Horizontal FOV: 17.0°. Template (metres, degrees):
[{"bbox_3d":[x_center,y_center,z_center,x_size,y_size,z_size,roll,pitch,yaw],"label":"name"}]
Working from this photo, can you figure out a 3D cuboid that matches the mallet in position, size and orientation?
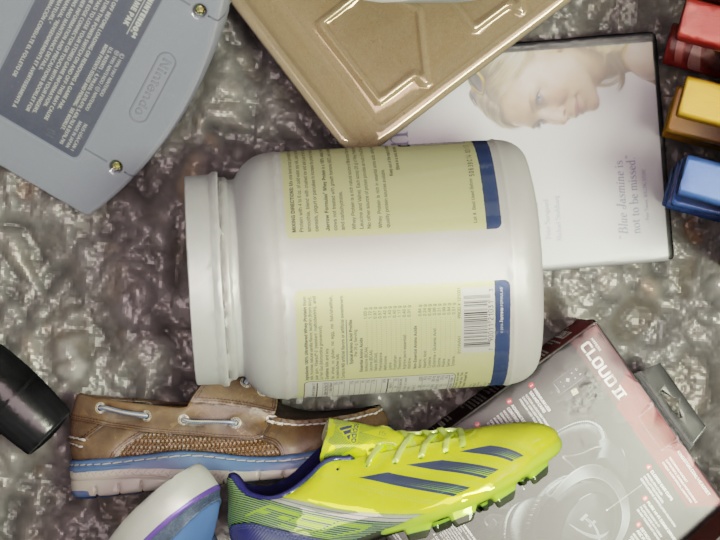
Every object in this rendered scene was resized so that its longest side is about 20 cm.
[{"bbox_3d":[-0.272,0.126,1.464,0.200,0.041,0.066,-38,92,2],"label":"mallet"}]

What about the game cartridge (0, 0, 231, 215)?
[{"bbox_3d":[-0.157,-0.136,1.425,0.133,0.042,0.200,29,118,-7],"label":"game cartridge"}]

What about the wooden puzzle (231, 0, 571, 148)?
[{"bbox_3d":[0.019,-0.194,1.462,0.200,0.046,0.185,-37,83,-7],"label":"wooden puzzle"}]

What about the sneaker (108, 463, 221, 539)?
[{"bbox_3d":[-0.094,0.225,1.410,0.146,0.081,0.200,41,122,16],"label":"sneaker"}]

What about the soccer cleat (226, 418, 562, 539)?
[{"bbox_3d":[0.017,0.117,1.390,0.200,0.065,0.084,-20,85,0],"label":"soccer cleat"}]

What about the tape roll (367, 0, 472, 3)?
[{"bbox_3d":[0.032,-0.251,1.357,0.202,0.071,0.203,5,99,35],"label":"tape roll"}]

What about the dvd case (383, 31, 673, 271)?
[{"bbox_3d":[0.089,-0.069,1.487,0.199,0.018,0.143,-5,91,-2],"label":"dvd case"}]

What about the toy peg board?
[{"bbox_3d":[0.213,-0.109,1.407,0.098,0.200,0.200,15,90,5],"label":"toy peg board"}]

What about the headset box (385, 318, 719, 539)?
[{"bbox_3d":[0.117,0.134,1.462,0.200,0.077,0.149,-37,92,-3],"label":"headset box"}]

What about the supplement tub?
[{"bbox_3d":[0.000,0.000,1.402,0.199,0.145,0.145,-3,91,-3],"label":"supplement tub"}]

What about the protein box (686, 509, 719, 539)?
[{"bbox_3d":[0.240,0.273,1.407,0.200,0.135,0.199,-41,117,-2],"label":"protein box"}]

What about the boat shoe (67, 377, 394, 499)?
[{"bbox_3d":[-0.079,0.092,1.454,0.199,0.072,0.073,-7,90,-3],"label":"boat shoe"}]
